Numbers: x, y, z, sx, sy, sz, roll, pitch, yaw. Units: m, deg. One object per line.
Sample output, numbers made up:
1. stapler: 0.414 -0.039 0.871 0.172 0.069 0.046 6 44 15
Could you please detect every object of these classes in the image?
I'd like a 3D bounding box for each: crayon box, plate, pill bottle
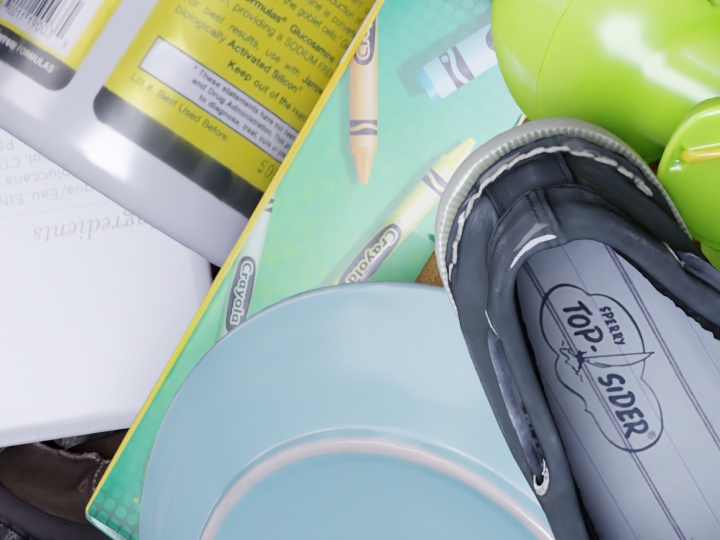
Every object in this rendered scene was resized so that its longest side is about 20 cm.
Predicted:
1. crayon box: 0.000 0.000 0.756 0.200 0.058 0.119 -60 -8 9
2. plate: 0.018 0.101 0.595 0.200 0.200 0.026 -34 -4 39
3. pill bottle: -0.031 -0.110 0.768 0.200 0.112 0.112 -57 25 -1

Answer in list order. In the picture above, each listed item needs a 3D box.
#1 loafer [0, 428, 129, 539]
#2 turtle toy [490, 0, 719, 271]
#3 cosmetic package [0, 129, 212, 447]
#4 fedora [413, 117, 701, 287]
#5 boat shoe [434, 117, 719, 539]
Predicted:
1. loafer: -0.075 0.092 0.909 0.200 0.073 0.071 17 70 54
2. turtle toy: 0.124 -0.028 0.553 0.101 0.200 0.146 -74 6 -58
3. cosmetic package: -0.146 -0.037 0.896 0.165 0.165 0.200 -177 80 -83
4. fedora: 0.059 0.023 0.684 0.201 0.082 0.201 -57 -9 -13
5. boat shoe: 0.082 0.061 0.502 0.074 0.200 0.066 -26 10 3
